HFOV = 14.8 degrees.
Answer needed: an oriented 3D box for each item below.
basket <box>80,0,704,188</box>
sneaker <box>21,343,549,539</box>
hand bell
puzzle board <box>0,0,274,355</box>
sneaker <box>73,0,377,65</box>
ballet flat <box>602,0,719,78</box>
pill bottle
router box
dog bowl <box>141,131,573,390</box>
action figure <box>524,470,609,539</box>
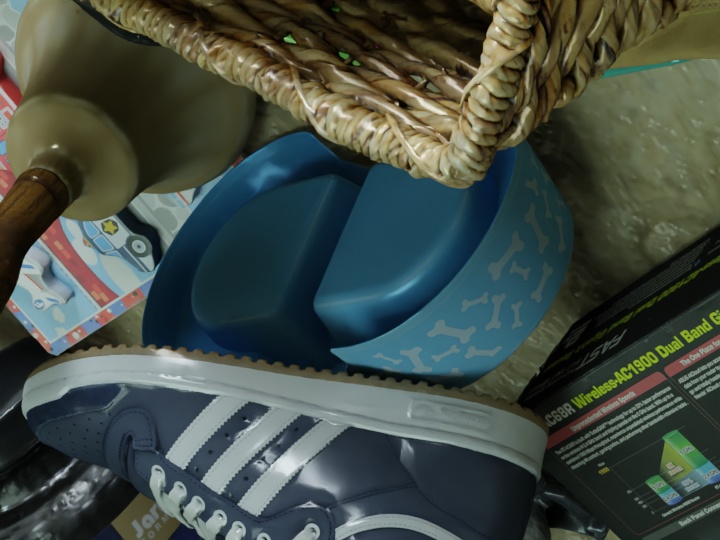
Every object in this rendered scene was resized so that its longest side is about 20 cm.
[{"bbox_3d":[0.004,-0.142,0.800,0.200,0.149,0.143,32,146,37],"label":"basket"},{"bbox_3d":[-0.037,0.092,0.997,0.199,0.109,0.070,6,161,15],"label":"sneaker"},{"bbox_3d":[-0.121,-0.024,1.020,0.103,0.200,0.105,10,125,15],"label":"hand bell"},{"bbox_3d":[-0.146,-0.067,1.139,0.150,0.017,0.200,-31,107,36],"label":"puzzle board"},{"bbox_3d":[-0.059,-0.120,1.001,0.199,0.077,0.084,26,161,24],"label":"sneaker"},{"bbox_3d":[0.113,-0.094,0.864,0.199,0.069,0.063,-2,113,42],"label":"ballet flat"},{"bbox_3d":[-0.116,0.132,1.289,0.111,0.112,0.200,-11,122,49],"label":"pill bottle"},{"bbox_3d":[0.162,0.056,0.986,0.150,0.062,0.200,43,146,-7],"label":"router box"},{"bbox_3d":[0.000,0.000,1.039,0.050,0.112,0.199,39,149,-29],"label":"dog bowl"},{"bbox_3d":[-0.010,0.108,1.131,0.199,0.105,0.193,15,176,23],"label":"action figure"}]
